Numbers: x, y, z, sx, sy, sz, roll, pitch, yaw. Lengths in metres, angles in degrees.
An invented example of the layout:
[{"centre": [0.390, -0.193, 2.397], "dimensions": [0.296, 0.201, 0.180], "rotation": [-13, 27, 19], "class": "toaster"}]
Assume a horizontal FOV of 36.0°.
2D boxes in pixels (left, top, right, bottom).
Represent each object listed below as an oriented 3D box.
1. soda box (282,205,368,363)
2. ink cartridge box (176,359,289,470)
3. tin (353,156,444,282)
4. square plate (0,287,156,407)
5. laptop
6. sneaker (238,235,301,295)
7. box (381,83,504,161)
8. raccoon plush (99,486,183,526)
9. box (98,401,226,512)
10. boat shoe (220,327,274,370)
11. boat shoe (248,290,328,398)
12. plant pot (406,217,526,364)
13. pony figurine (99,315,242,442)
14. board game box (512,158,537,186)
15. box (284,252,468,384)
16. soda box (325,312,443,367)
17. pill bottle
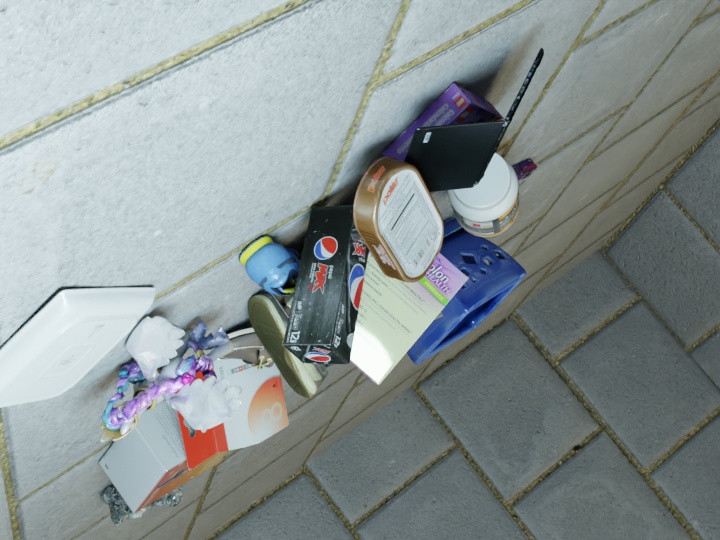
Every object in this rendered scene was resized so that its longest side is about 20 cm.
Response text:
[{"centre": [-0.039, 0.018, 1.435], "dimensions": [0.070, 0.201, 0.063], "rotation": [-1, 153, 24], "class": "soda box"}, {"centre": [-0.203, 0.208, 1.761], "dimensions": [0.050, 0.163, 0.200], "rotation": [4, -160, 36], "class": "ink cartridge box"}, {"centre": [0.054, -0.064, 1.451], "dimensions": [0.112, 0.042, 0.200], "rotation": [-61, 145, -21], "class": "tin"}, {"centre": [-0.338, 0.092, 1.247], "dimensions": [0.198, 0.028, 0.200], "rotation": [-42, 167, 14], "class": "square plate"}, {"centre": [0.143, -0.196, 1.481], "dimensions": [0.201, 0.103, 0.177], "rotation": [-62, 177, -25], "class": "laptop"}, {"centre": [-0.105, 0.009, 1.510], "dimensions": [0.066, 0.079, 0.200], "rotation": [-41, 169, 3], "class": "sneaker"}, {"centre": [0.120, -0.188, 1.551], "dimensions": [0.137, 0.039, 0.200], "rotation": [-44, 166, 16], "class": "box"}, {"centre": [-0.398, 0.363, 1.976], "dimensions": [0.133, 0.097, 0.201], "rotation": [-18, 129, -26], "class": "raccoon plush"}, {"centre": [-0.303, 0.282, 1.825], "dimensions": [0.200, 0.107, 0.152], "rotation": [-26, 162, -46], "class": "box"}, {"centre": [-0.145, 0.123, 1.736], "dimensions": [0.199, 0.060, 0.072], "rotation": [-2, 163, -46], "class": "boat shoe"}, {"centre": [-0.106, 0.104, 1.683], "dimensions": [0.071, 0.202, 0.066], "rotation": [11, -134, 44], "class": "boat shoe"}, {"centre": [0.154, 0.026, 2.067], "dimensions": [0.199, 0.180, 0.200], "rotation": [-28, 162, -42], "class": "plant pot"}, {"centre": [-0.246, 0.140, 1.458], "dimensions": [0.193, 0.167, 0.200], "rotation": [-37, -175, 27], "class": "pony figurine"}, {"centre": [0.250, -0.132, 2.150], "dimensions": [0.120, 0.032, 0.200], "rotation": [-21, 159, -43], "class": "board game box"}, {"centre": [0.020, 0.026, 1.584], "dimensions": [0.200, 0.176, 0.097], "rotation": [-50, -173, -1], "class": "box"}, {"centre": [0.025, 0.085, 1.745], "dimensions": [0.199, 0.064, 0.071], "rotation": [-25, 176, 16], "class": "soda box"}, {"centre": [0.203, -0.128, 1.822], "dimensions": [0.116, 0.117, 0.200], "rotation": [-39, 168, 1], "class": "pill bottle"}]
